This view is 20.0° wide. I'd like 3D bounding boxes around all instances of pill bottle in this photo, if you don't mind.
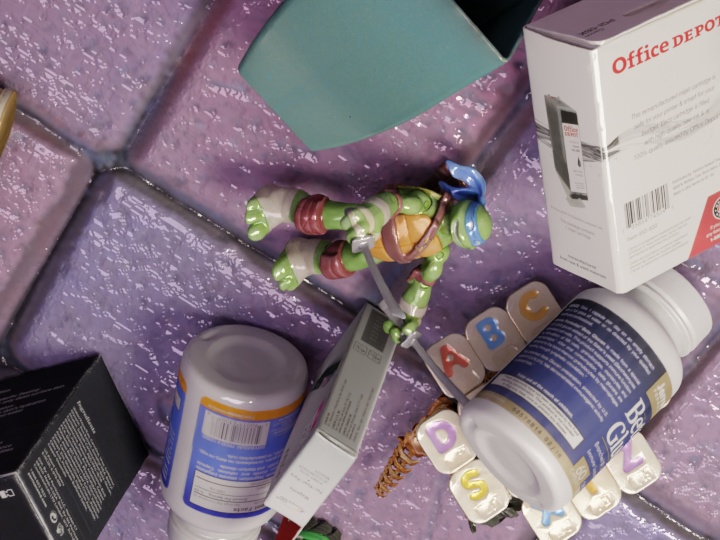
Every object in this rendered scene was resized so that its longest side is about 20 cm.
[{"bbox_3d":[0.182,0.085,1.607,0.111,0.200,0.111,41,161,18],"label":"pill bottle"},{"bbox_3d":[-0.115,0.158,1.788,0.112,0.112,0.201,17,123,6],"label":"pill bottle"}]

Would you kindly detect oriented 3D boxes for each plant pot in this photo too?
[{"bbox_3d":[0.013,-0.188,1.538,0.141,0.141,0.200,46,127,-12],"label":"plant pot"}]

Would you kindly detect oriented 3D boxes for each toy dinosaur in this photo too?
[{"bbox_3d":[0.100,0.142,1.747,0.200,0.102,0.136,-32,92,47],"label":"toy dinosaur"}]

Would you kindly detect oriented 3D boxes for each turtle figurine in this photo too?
[{"bbox_3d":[0.000,0.000,1.629,0.193,0.144,0.201,4,83,33],"label":"turtle figurine"}]

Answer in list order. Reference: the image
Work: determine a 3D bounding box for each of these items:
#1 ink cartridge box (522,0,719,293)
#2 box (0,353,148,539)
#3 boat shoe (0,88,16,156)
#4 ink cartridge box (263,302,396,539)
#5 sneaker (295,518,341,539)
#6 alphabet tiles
[{"bbox_3d":[0.209,-0.107,1.516,0.083,0.146,0.201,27,134,50],"label":"ink cartridge box"},{"bbox_3d":[-0.322,0.190,1.811,0.196,0.200,0.118,-15,114,23],"label":"box"},{"bbox_3d":[-0.352,-0.082,1.738,0.069,0.074,0.200,27,124,-7],"label":"boat shoe"},{"bbox_3d":[-0.040,0.144,1.705,0.043,0.200,0.174,32,122,-6],"label":"ink cartridge box"},{"bbox_3d":[-0.074,0.325,1.889,0.078,0.085,0.201,18,123,5],"label":"sneaker"},{"bbox_3d":[0.151,0.118,1.678,0.200,0.015,0.196,-32,92,-2],"label":"alphabet tiles"}]
